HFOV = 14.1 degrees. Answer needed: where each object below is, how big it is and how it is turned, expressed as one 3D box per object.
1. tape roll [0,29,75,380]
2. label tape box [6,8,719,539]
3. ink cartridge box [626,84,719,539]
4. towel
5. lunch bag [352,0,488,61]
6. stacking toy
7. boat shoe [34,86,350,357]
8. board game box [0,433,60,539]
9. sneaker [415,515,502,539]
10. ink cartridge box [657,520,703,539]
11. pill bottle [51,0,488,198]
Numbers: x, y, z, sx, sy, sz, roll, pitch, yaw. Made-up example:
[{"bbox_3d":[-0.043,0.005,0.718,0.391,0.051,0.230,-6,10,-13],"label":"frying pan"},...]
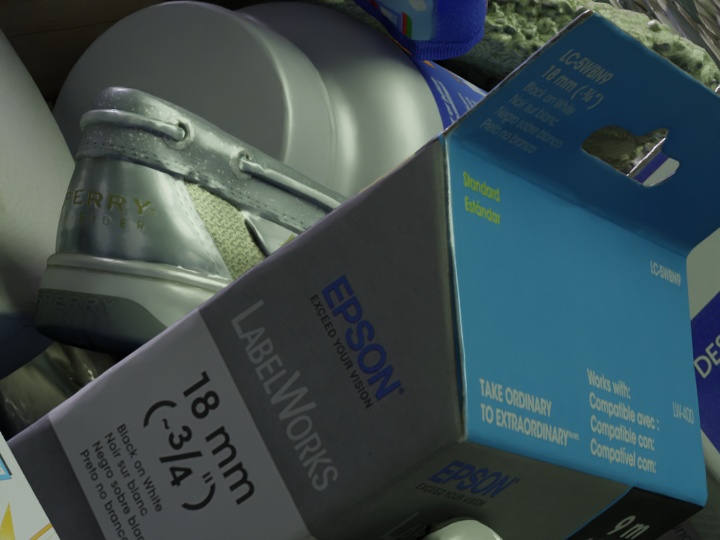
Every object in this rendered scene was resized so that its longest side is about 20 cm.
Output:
[{"bbox_3d":[-0.147,-0.057,0.735,0.203,0.037,0.203,47,16,-18],"label":"tape roll"},{"bbox_3d":[0.014,0.039,0.664,0.144,0.200,0.063,21,38,-61],"label":"label tape box"},{"bbox_3d":[0.166,0.011,0.836,0.200,0.198,0.047,52,-22,-11],"label":"ink cartridge box"},{"bbox_3d":[0.014,-0.081,0.990,0.199,0.037,0.148,17,-10,-7],"label":"towel"},{"bbox_3d":[-0.013,-0.163,0.832,0.200,0.094,0.151,50,-21,31],"label":"lunch bag"},{"bbox_3d":[-0.112,-0.125,0.933,0.085,0.085,0.200,44,10,-23],"label":"stacking toy"},{"bbox_3d":[-0.002,0.000,0.761,0.074,0.065,0.202,6,-3,42],"label":"boat shoe"},{"bbox_3d":[-0.078,0.111,0.487,0.135,0.034,0.200,-4,54,-50],"label":"board game box"},{"bbox_3d":[0.028,0.128,0.672,0.080,0.074,0.200,51,-7,21],"label":"sneaker"},{"bbox_3d":[0.149,0.070,0.976,0.147,0.200,0.145,48,14,-12],"label":"ink cartridge box"},{"bbox_3d":[-0.008,-0.019,0.895,0.112,0.112,0.200,59,17,25],"label":"pill bottle"}]
